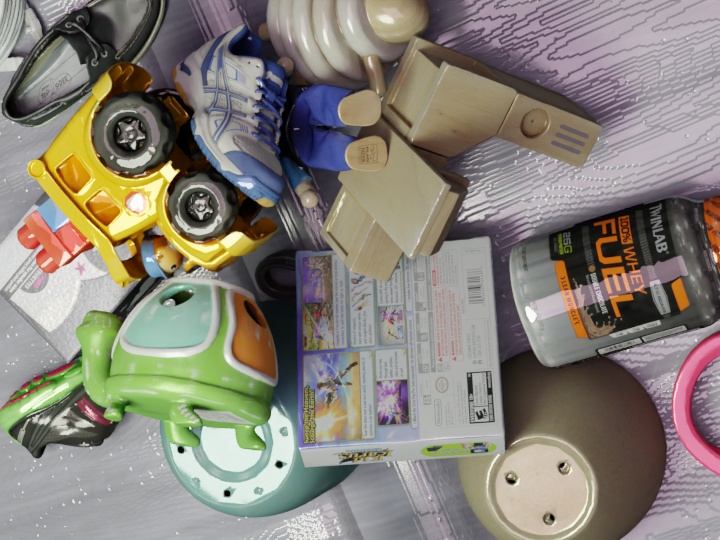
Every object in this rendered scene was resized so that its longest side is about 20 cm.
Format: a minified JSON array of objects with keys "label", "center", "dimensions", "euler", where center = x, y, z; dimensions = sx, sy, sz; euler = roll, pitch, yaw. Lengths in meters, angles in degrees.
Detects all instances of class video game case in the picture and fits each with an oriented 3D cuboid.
[{"label":"video game case","center":[0.034,0.072,1.626],"dimensions":[0.180,0.046,0.201],"euler":[-4,60,4]}]

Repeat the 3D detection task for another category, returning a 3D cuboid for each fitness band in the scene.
[{"label":"fitness band","center":[0.383,0.132,1.661],"dimensions":[0.199,0.037,0.144],"euler":[22,101,9]}]

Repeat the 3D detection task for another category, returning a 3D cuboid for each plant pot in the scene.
[{"label":"plant pot","center":[-0.099,0.140,1.714],"dimensions":[0.199,0.161,0.202],"euler":[2,99,14]}]

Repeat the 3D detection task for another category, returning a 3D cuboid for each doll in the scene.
[{"label":"doll","center":[-0.048,-0.123,1.627],"dimensions":[0.048,0.200,0.137],"euler":[-15,105,-28]}]

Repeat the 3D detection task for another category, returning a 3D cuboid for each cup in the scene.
[{"label":"cup","center":[0.174,0.182,1.662],"dimensions":[0.199,0.143,0.202],"euler":[2,100,14]}]

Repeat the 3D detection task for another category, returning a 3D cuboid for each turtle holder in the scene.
[{"label":"turtle holder","center":[-0.153,0.080,1.583],"dimensions":[0.185,0.140,0.133],"euler":[-10,66,54]}]

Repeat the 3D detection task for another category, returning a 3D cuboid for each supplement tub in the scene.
[{"label":"supplement tub","center":[0.243,0.006,1.628],"dimensions":[0.199,0.122,0.123],"euler":[-18,94,15]}]

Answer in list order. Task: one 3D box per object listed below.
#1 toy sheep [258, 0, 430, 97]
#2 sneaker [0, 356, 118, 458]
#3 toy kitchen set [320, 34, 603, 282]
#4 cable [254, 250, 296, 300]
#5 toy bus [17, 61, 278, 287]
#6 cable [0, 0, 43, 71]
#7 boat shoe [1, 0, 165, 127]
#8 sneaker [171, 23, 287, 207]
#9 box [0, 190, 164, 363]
[{"label":"toy sheep","center":[-0.020,-0.223,1.655],"dimensions":[0.199,0.138,0.139],"euler":[-4,99,38]},{"label":"sneaker","center":[-0.261,0.128,1.806],"dimensions":[0.199,0.077,0.084],"euler":[-22,111,19]},{"label":"toy kitchen set","center":[0.101,-0.064,1.592],"dimensions":[0.180,0.163,0.201],"euler":[17,109,-30]},{"label":"cable","center":[0.000,0.000,1.741],"dimensions":[0.199,0.050,0.098],"euler":[-14,112,28]},{"label":"toy bus","center":[-0.200,-0.054,1.608],"dimensions":[0.192,0.136,0.200],"euler":[-42,89,11]},{"label":"cable","center":[-0.427,-0.271,1.775],"dimensions":[0.199,0.069,0.201],"euler":[-17,95,16]},{"label":"boat shoe","center":[-0.272,-0.209,1.748],"dimensions":[0.199,0.066,0.075],"euler":[-34,90,16]},{"label":"sneaker","center":[-0.100,-0.142,1.576],"dimensions":[0.088,0.075,0.200],"euler":[-39,49,12]},{"label":"box","center":[-0.246,-0.034,1.745],"dimensions":[0.132,0.115,0.200],"euler":[44,105,3]}]
